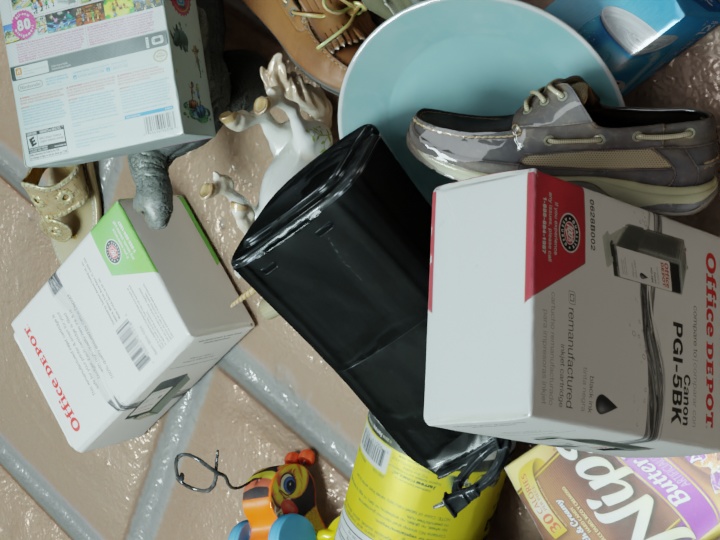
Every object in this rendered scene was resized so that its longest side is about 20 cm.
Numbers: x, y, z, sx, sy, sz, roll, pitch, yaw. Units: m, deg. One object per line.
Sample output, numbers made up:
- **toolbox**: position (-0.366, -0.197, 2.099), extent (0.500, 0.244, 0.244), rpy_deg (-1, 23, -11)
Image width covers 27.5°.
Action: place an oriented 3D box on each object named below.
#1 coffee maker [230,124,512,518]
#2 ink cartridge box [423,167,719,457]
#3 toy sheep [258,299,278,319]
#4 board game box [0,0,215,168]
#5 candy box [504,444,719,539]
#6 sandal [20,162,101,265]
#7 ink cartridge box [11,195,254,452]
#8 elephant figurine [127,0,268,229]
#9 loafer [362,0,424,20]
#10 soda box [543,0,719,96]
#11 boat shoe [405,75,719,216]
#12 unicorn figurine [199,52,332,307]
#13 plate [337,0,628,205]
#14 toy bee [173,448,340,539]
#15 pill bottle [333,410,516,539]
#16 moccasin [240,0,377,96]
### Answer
- **coffee maker**: position (0.027, 0.021, 0.956), extent (0.135, 0.192, 0.200), rpy_deg (-42, 105, 5)
- **ink cartridge box**: position (0.137, 0.033, 0.902), extent (0.083, 0.200, 0.147), rpy_deg (-10, 73, 45)
- **toy sheep**: position (0.000, 0.000, 1.118), extent (0.200, 0.138, 0.138), rpy_deg (-27, 79, 28)
- **board game box**: position (-0.201, -0.190, 1.142), extent (0.147, 0.064, 0.200), rpy_deg (-8, 91, 22)
- **candy box**: position (0.206, 0.138, 1.015), extent (0.200, 0.056, 0.117), rpy_deg (-41, 71, 37)
- **sandal**: position (-0.287, -0.094, 1.378), extent (0.078, 0.070, 0.212), rpy_deg (22, 110, 35)
- **ink cartridge box**: position (-0.209, 0.049, 1.326), extent (0.200, 0.084, 0.146), rpy_deg (-43, 69, 35)
- **elephant figurine**: position (-0.146, -0.161, 1.215), extent (0.200, 0.141, 0.155), rpy_deg (54, 140, 28)
- **loafer**: position (0.043, -0.207, 1.074), extent (0.070, 0.075, 0.200), rpy_deg (115, 147, -41)
- **soda box**: position (0.147, -0.143, 1.015), extent (0.200, 0.064, 0.068), rpy_deg (-38, 73, 37)
- **boat shoe**: position (0.130, -0.089, 0.937), extent (0.200, 0.075, 0.073), rpy_deg (8, 112, 3)
- **unicorn figurine**: position (-0.070, -0.059, 1.170), extent (0.074, 0.137, 0.200), rpy_deg (32, 92, 36)
- **plate**: position (0.083, -0.096, 0.998), extent (0.200, 0.026, 0.200), rpy_deg (9, 123, 13)
- **toy bee**: position (-0.056, 0.205, 1.228), extent (0.131, 0.109, 0.200), rpy_deg (8, 126, 30)
- **pill bottle**: position (0.042, 0.188, 1.121), extent (0.112, 0.112, 0.200), rpy_deg (29, 115, 33)
- **moccasin**: position (-0.023, -0.200, 1.147), extent (0.201, 0.074, 0.078), rpy_deg (52, 133, 33)
